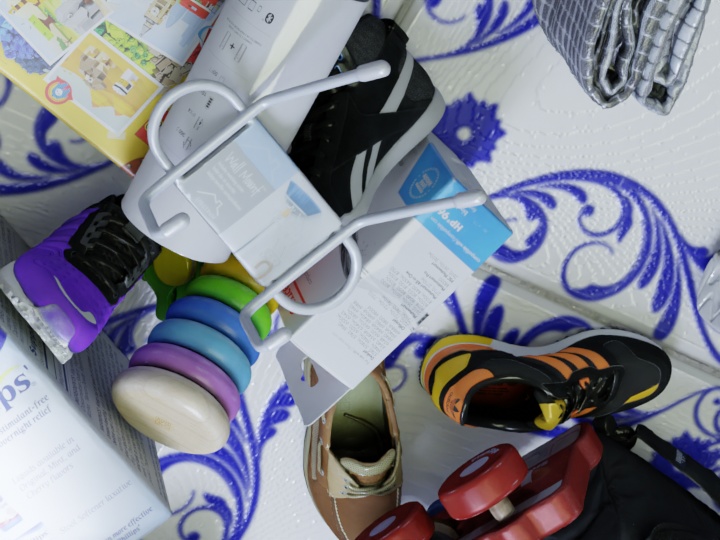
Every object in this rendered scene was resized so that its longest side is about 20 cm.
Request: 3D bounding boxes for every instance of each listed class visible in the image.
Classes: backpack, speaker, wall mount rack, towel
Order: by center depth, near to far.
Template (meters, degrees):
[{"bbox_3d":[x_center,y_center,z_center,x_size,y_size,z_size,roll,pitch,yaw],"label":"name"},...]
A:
[{"bbox_3d":[-0.032,-0.046,1.290,0.174,0.075,0.200,-38,126,3],"label":"wall mount rack"},{"bbox_3d":[-0.075,-0.106,1.332,0.081,0.081,0.200,21,109,-24],"label":"speaker"},{"bbox_3d":[0.179,-0.224,1.383,0.085,0.166,0.201,9,114,-13],"label":"towel"},{"bbox_3d":[0.233,0.228,1.646,0.200,0.167,0.127,32,124,-30],"label":"backpack"}]

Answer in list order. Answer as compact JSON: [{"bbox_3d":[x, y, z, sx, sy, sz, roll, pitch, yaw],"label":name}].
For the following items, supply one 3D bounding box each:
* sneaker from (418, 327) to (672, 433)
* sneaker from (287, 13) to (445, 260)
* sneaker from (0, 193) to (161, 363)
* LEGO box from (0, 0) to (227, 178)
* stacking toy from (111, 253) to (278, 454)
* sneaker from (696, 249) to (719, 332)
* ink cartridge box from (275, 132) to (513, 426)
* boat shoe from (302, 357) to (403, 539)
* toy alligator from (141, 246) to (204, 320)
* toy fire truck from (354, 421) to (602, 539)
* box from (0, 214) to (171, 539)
[{"bbox_3d":[0.148,0.093,1.577,0.199,0.090,0.070,1,116,-15],"label":"sneaker"},{"bbox_3d":[-0.032,-0.094,1.408,0.112,0.073,0.200,55,52,-23],"label":"sneaker"},{"bbox_3d":[-0.174,-0.008,1.376,0.099,0.200,0.070,-37,102,6],"label":"sneaker"},{"bbox_3d":[-0.167,-0.177,1.362,0.149,0.077,0.200,-46,118,10],"label":"LEGO box"},{"bbox_3d":[-0.091,0.022,1.431,0.085,0.085,0.200,43,57,-29],"label":"stacking toy"},{"bbox_3d":[0.350,-0.031,1.580,0.129,0.079,0.200,13,105,-29],"label":"sneaker"},{"bbox_3d":[0.000,0.000,1.475,0.200,0.116,0.068,-45,119,9],"label":"ink cartridge box"},{"bbox_3d":[-0.004,0.134,1.565,0.075,0.074,0.201,-14,122,-8],"label":"boat shoe"},{"bbox_3d":[-0.130,-0.009,1.475,0.054,0.059,0.201,25,114,18],"label":"toy alligator"},{"bbox_3d":[0.087,0.195,1.557,0.200,0.168,0.112,-34,95,19],"label":"toy fire truck"},{"bbox_3d":[-0.233,0.081,1.416,0.105,0.184,0.200,-34,119,6],"label":"box"}]
